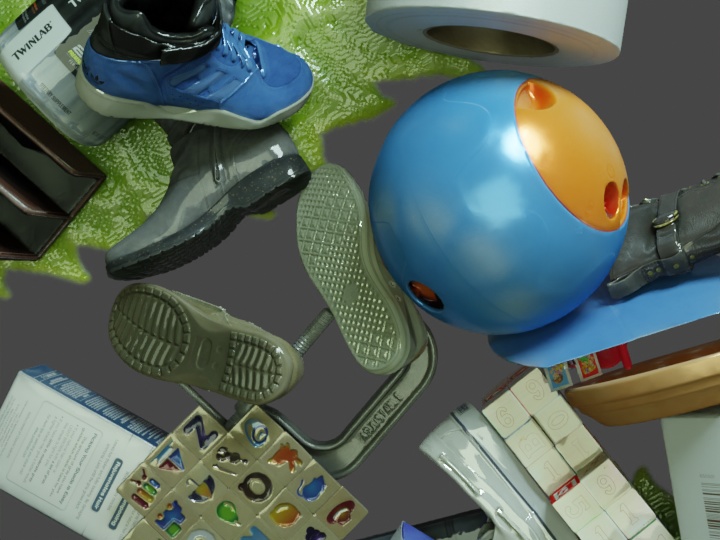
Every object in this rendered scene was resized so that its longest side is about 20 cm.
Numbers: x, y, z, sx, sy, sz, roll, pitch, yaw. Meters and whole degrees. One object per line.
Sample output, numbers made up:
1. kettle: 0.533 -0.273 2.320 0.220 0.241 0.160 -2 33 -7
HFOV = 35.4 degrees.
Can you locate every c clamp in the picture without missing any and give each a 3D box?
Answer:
1. c clamp: -0.040 0.088 0.972 0.200 0.027 0.171 -44 87 5

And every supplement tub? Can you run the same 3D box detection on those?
1. supplement tub: -0.191 -0.209 0.933 0.200 0.123 0.123 -41 87 5

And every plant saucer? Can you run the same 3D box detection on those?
1. plant saucer: 0.255 0.080 0.856 0.198 0.200 0.038 -17 83 5

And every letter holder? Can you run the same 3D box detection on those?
1. letter holder: -0.336 -0.110 0.939 0.200 0.142 0.101 42 94 4

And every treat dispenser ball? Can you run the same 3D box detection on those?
1. treat dispenser ball: 0.106 -0.052 0.868 0.199 0.201 0.203 0 91 5

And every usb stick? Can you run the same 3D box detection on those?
1. usb stick: 0.041 0.247 0.964 0.198 0.033 0.056 -15 90 6

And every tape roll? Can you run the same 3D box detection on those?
1. tape roll: 0.110 -0.244 0.865 0.201 0.203 0.141 8 91 5

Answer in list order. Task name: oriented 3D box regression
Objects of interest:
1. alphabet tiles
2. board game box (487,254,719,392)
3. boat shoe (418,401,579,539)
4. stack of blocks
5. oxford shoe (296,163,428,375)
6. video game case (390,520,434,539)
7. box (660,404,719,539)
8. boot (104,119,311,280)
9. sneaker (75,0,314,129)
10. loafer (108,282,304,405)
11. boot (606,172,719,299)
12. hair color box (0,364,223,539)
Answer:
1. alphabet tiles: -0.097 0.215 0.938 0.166 0.006 0.200 -45 98 1
2. board game box: 0.201 0.042 0.891 0.198 0.158 0.039 -18 107 5
3. boat shoe: 0.124 0.204 0.909 0.066 0.072 0.201 -37 91 -4
4. stack of blocks: 0.181 0.170 0.909 0.058 0.115 0.200 -38 87 5
5. oxford shoe: 0.000 0.000 0.938 0.075 0.058 0.201 -38 59 26
6. video game case: 0.070 0.338 0.939 0.199 0.045 0.182 32 101 -4
7. box: 0.340 0.162 0.847 0.199 0.106 0.154 -11 90 -35
8. boot: -0.151 -0.087 0.967 0.199 0.070 0.132 -30 80 0
9. sneaker: -0.110 -0.172 0.863 0.198 0.111 0.077 -2 56 -30
10. loafer: -0.130 0.067 0.949 0.199 0.067 0.077 22 89 30
11. boot: 0.281 -0.063 0.902 0.173 0.200 0.069 -18 115 35
12. hair color box: -0.221 0.173 0.974 0.199 0.061 0.101 28 94 4
